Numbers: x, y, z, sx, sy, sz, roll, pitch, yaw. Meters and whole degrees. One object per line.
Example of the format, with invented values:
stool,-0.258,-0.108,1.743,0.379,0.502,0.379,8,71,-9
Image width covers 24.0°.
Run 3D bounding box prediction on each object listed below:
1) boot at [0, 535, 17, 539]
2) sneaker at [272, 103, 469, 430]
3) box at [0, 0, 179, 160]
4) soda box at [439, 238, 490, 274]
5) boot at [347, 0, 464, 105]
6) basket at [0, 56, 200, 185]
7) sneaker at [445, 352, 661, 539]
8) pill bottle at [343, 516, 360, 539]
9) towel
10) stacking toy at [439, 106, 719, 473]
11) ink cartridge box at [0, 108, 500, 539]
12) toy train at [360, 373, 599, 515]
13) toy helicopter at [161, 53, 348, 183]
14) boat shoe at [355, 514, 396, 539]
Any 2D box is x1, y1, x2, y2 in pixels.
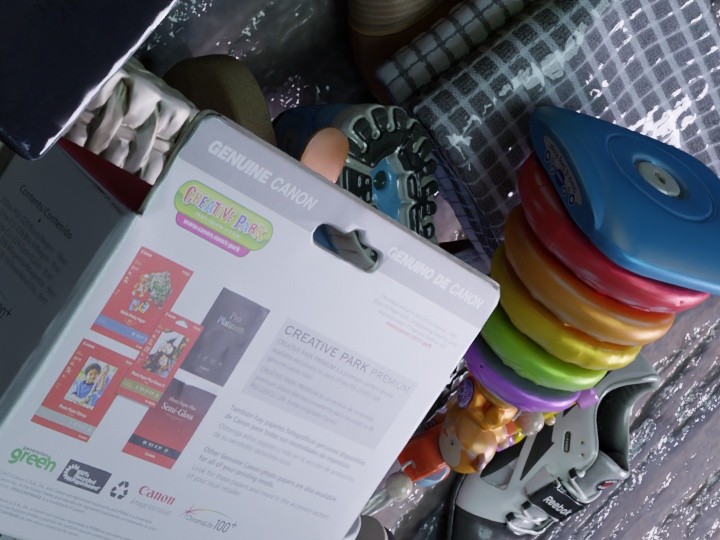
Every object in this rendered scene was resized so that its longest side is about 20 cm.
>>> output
boot,-0.146,0.117,0.830,0.204,0.073,0.154,-54,130,-26
sneaker,0.000,0.000,0.863,0.078,0.090,0.201,-31,125,-34
box,-0.177,-0.169,0.566,0.123,0.198,0.200,-50,138,-11
soda box,-0.007,0.041,0.940,0.199,0.063,0.070,-19,98,-34
boot,0.080,-0.150,0.919,0.199,0.074,0.155,-25,129,-16
basket,-0.171,-0.024,0.716,0.135,0.123,0.200,27,95,-47
sneaker,0.128,0.132,1.122,0.074,0.088,0.201,18,103,-49
pill bottle,-0.078,0.203,0.932,0.111,0.111,0.201,6,118,-45
towel,0.120,-0.075,0.890,0.165,0.086,0.200,-41,134,-4
stacking toy,0.091,0.027,0.835,0.109,0.116,0.200,13,126,-31
ink cartridge box,-0.064,0.030,0.685,0.200,0.084,0.176,30,96,-47
toy train,0.054,0.091,1.001,0.150,0.056,0.200,-23,172,-20
toy helicopter,-0.058,-0.001,0.797,0.079,0.132,0.201,-13,101,-38
boat shoe,-0.036,0.238,1.037,0.062,0.071,0.200,32,96,-33
